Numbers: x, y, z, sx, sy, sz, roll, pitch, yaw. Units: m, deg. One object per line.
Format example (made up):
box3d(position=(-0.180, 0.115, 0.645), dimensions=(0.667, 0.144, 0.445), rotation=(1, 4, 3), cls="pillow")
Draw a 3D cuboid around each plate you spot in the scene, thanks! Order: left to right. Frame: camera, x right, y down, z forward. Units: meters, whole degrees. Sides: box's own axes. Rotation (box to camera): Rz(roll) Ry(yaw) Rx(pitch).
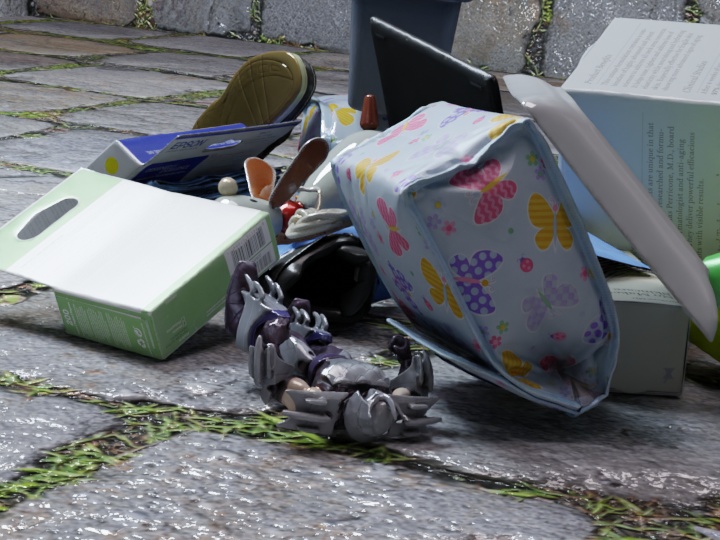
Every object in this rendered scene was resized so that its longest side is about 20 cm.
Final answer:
box3d(position=(0.174, -0.055, 1.227), dimensions=(0.032, 0.200, 0.200), rotation=(-38, 8, 8), cls="plate")

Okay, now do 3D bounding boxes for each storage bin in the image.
box3d(position=(0.031, -0.223, 1.624), dimensions=(0.144, 0.135, 0.200), rotation=(8, 20, 1), cls="storage bin")

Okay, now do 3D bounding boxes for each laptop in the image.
box3d(position=(0.113, -0.096, 1.374), dimensions=(0.115, 0.201, 0.187), rotation=(-23, 29, -20), cls="laptop")

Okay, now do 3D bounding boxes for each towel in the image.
box3d(position=(-0.155, -0.046, 1.578), dimensions=(0.111, 0.049, 0.200), rotation=(-33, -7, 29), cls="towel")

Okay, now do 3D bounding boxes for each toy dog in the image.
box3d(position=(-0.033, -0.085, 1.471), dimensions=(0.131, 0.097, 0.199), rotation=(-10, 5, 39), cls="toy dog")

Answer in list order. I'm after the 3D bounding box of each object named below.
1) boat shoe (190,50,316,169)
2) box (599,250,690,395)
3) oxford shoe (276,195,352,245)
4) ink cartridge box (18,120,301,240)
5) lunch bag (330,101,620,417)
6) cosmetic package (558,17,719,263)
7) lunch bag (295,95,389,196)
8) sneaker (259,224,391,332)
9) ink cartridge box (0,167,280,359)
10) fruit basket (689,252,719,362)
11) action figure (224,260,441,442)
box3d(position=(-0.094, -0.149, 1.703), dimensions=(0.064, 0.074, 0.200), rotation=(1, -18, -36), cls="boat shoe")
box3d(position=(0.187, 0.034, 1.368), dimensions=(0.081, 0.069, 0.200), rotation=(4, 12, -7), cls="box")
box3d(position=(-0.057, -0.039, 1.575), dimensions=(0.198, 0.073, 0.071), rotation=(-10, 25, -12), cls="oxford shoe")
box3d(position=(-0.178, -0.084, 1.589), dimensions=(0.200, 0.047, 0.197), rotation=(-40, -12, 28), cls="ink cartridge box")
box3d(position=(0.079, 0.001, 1.207), dimensions=(0.127, 0.201, 0.169), rotation=(-31, 18, -11), cls="lunch bag")
box3d(position=(0.281, -0.098, 1.485), dimensions=(0.198, 0.168, 0.167), rotation=(8, 31, 23), cls="cosmetic package")
box3d(position=(0.029, -0.098, 1.681), dimensions=(0.168, 0.128, 0.200), rotation=(3, 4, -10), cls="lunch bag")
box3d(position=(0.000, 0.001, 1.431), dimensions=(0.199, 0.077, 0.111), rotation=(-8, 10, -30), cls="sneaker")
box3d(position=(-0.182, -0.009, 1.371), dimensions=(0.199, 0.048, 0.145), rotation=(12, 39, 35), cls="ink cartridge box")
box3d(position=(0.316, 0.038, 1.301), dimensions=(0.214, 0.156, 0.216), rotation=(-21, -16, -6), cls="fruit basket")
box3d(position=(-0.025, 0.060, 1.173), dimensions=(0.129, 0.070, 0.200), rotation=(18, 8, -31), cls="action figure")
